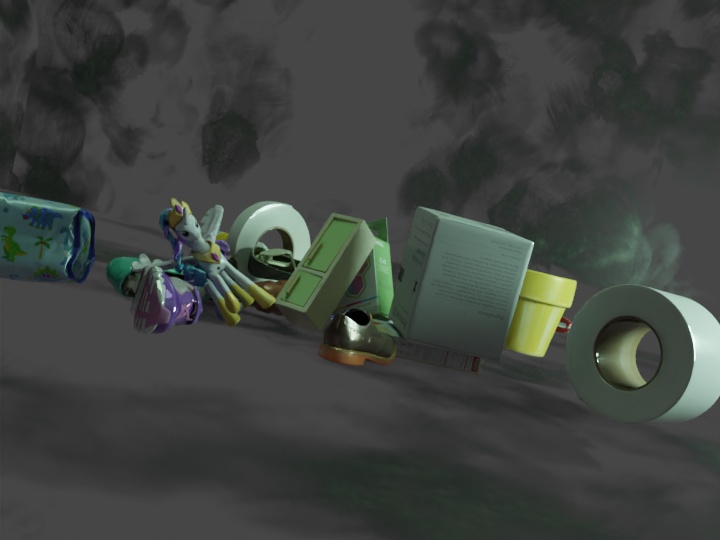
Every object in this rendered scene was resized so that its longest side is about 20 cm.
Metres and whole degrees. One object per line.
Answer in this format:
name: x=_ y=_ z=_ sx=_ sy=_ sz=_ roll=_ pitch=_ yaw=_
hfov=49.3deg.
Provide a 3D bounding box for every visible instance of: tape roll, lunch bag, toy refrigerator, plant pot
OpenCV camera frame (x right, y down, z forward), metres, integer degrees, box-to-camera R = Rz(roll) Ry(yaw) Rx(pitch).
tape roll: x=-0.186 y=-0.039 z=1.596 sx=0.037 sy=0.205 sz=0.202 roll=16 pitch=4 yaw=43
tape roll: x=0.432 y=0.129 z=1.185 sx=0.138 sy=0.205 sz=0.202 roll=9 pitch=4 yaw=-44
lunch bag: x=-0.484 y=-0.043 z=1.155 sx=0.168 sy=0.129 sz=0.200 roll=10 pitch=-10 yaw=-12
toy refrigerator: x=-0.060 y=-0.001 z=1.361 sx=0.075 sy=0.201 sz=0.070 roll=16 pitch=-27 yaw=36
plant pot: x=0.384 y=0.093 z=1.830 sx=0.198 sy=0.191 sz=0.201 roll=14 pitch=3 yaw=-1

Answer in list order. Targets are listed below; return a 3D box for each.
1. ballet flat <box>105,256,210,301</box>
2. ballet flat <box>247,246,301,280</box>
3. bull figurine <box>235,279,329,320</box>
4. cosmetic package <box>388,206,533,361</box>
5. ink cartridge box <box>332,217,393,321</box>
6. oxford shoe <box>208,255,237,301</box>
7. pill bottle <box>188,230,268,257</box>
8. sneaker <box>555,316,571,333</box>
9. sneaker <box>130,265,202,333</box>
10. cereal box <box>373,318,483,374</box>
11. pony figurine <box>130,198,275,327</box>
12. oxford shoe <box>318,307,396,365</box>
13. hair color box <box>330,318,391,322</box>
ballet flat: x=-0.304 y=0.028 z=1.249 sx=0.198 sy=0.068 sz=0.071 roll=11 pitch=27 yaw=-35
ballet flat: x=-0.122 y=-0.004 z=1.513 sx=0.198 sy=0.064 sz=0.068 roll=12 pitch=32 yaw=5
bull figurine: x=-0.136 y=0.052 z=1.432 sx=0.120 sy=0.066 sz=0.199 roll=8 pitch=-6 yaw=38
cosmetic package: x=0.157 y=0.018 z=1.282 sx=0.163 sy=0.202 sz=0.165 roll=14 pitch=7 yaw=-10
ink cartridge box: x=0.000 y=0.000 z=1.444 sx=0.103 sy=0.202 sz=0.059 roll=-17 pitch=-23 yaw=33
oxford shoe: x=-0.260 y=0.012 z=1.436 sx=0.072 sy=0.085 sz=0.200 roll=14 pitch=4 yaw=-11
pill bottle: x=-0.267 y=-0.017 z=1.714 sx=0.198 sy=0.112 sz=0.111 roll=15 pitch=3 yaw=26
sneaker: x=0.695 y=0.187 z=2.916 sx=0.199 sy=0.079 sz=0.115 roll=29 pitch=1 yaw=28
sneaker: x=-0.244 y=0.042 z=1.013 sx=0.088 sy=0.081 sz=0.200 roll=20 pitch=-1 yaw=-18
cereal box: x=0.093 y=0.124 z=1.327 sx=0.198 sy=0.040 sz=0.144 roll=13 pitch=4 yaw=-13
pony figurine: x=-0.229 y=-0.016 z=1.153 sx=0.201 sy=0.166 sz=0.193 roll=53 pitch=-21 yaw=-14
oxford shoe: x=0.009 y=0.095 z=1.143 sx=0.071 sy=0.074 sz=0.200 roll=14 pitch=2 yaw=22
hair color box: x=-0.030 y=0.070 z=1.612 sx=0.198 sy=0.066 sz=0.109 roll=14 pitch=2 yaw=-19
